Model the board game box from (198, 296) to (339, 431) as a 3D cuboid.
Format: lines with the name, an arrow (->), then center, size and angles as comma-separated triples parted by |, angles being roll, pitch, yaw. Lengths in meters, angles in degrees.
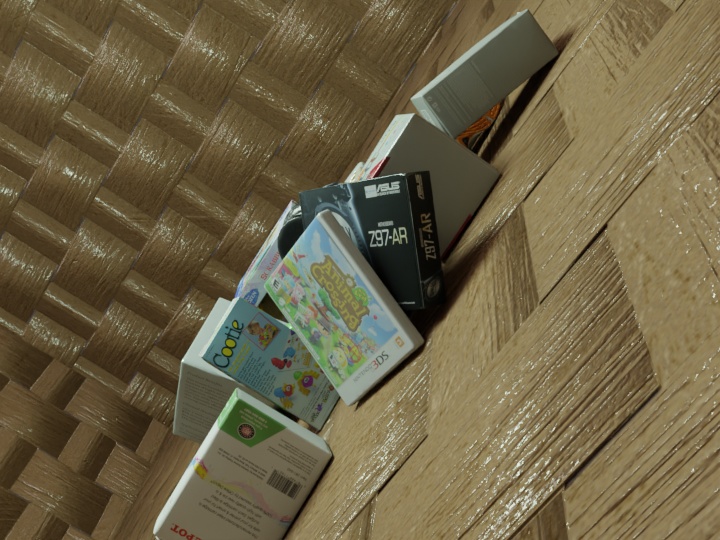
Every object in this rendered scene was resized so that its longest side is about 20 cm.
board game box -> -0.126, 0.136, 1.351 | 0.105, 0.199, 0.103 | -58, 9, -10

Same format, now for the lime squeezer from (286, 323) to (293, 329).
lime squeezer -> -0.105, 0.119, 1.518 | 0.071, 0.037, 0.202 | -77, -11, -73

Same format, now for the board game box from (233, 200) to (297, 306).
board game box -> -0.165, -0.024, 1.700 | 0.200, 0.041, 0.200 | -57, 10, 8

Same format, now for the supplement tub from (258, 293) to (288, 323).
supplement tub -> -0.111, 0.058, 1.726 | 0.200, 0.144, 0.145 | -53, 10, 26

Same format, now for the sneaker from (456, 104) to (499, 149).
sneaker -> 0.151, -0.211, 1.462 | 0.201, 0.075, 0.092 | -60, 5, -20

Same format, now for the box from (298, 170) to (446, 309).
box -> 0.012, -0.032, 1.142 | 0.043, 0.162, 0.199 | -12, 6, -43

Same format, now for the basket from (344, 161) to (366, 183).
basket -> 0.001, -0.057, 1.547 | 0.201, 0.135, 0.124 | -56, 11, 17

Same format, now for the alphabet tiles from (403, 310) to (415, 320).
alphabet tiles -> 0.019, -0.004, 1.177 | 0.006, 0.166, 0.201 | -11, -48, -43

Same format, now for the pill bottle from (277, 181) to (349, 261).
pill bottle -> -0.052, -0.062, 1.374 | 0.112, 0.112, 0.200 | -54, -3, 22

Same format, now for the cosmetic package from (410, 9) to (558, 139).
cosmetic package -> 0.178, -0.282, 1.337 | 0.199, 0.090, 0.107 | -36, 9, 2

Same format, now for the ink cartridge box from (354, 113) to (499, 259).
ink cartridge box -> 0.081, -0.123, 1.292 | 0.146, 0.144, 0.200 | -57, 8, 5

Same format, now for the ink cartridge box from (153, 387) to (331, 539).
ink cartridge box -> -0.151, 0.277, 1.177 | 0.201, 0.144, 0.084 | -58, 8, -3

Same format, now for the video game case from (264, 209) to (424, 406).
video game case -> -0.028, 0.052, 1.153 | 0.022, 0.201, 0.182 | -27, -14, -40

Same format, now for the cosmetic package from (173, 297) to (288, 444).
cosmetic package -> -0.214, 0.194, 1.601 | 0.167, 0.166, 0.201 | -66, -4, -48
